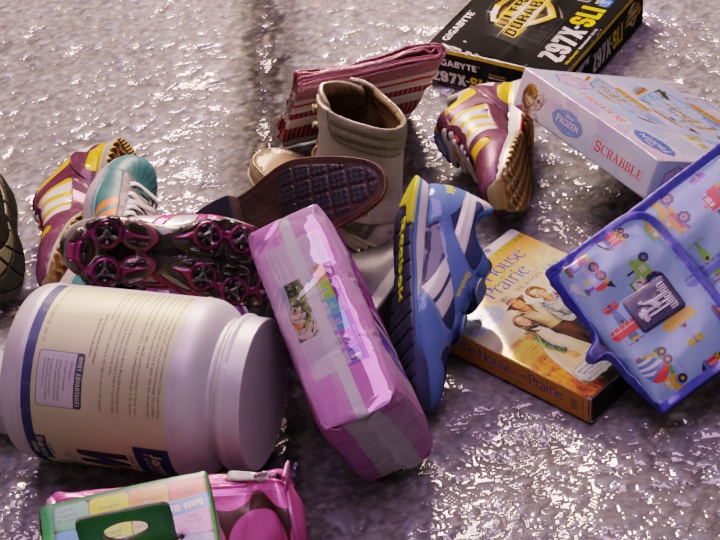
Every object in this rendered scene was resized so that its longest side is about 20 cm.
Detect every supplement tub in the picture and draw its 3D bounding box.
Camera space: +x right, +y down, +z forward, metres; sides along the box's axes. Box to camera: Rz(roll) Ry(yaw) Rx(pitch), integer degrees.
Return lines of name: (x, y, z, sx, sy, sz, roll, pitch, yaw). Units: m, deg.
supplement tub: (-0.171, 0.089, 1.597, 0.199, 0.145, 0.145, 5, 38, 15)

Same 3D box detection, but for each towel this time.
towel: (-0.004, -0.166, 1.898, 0.144, 0.200, 0.023, -13, 80, -10)

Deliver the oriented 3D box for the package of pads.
package of pads: (-0.016, 0.059, 1.587, 0.076, 0.121, 0.200, -25, 58, 2)

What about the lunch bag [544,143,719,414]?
lunch bag: (0.257, 0.018, 1.637, 0.200, 0.094, 0.151, -34, 78, -20)

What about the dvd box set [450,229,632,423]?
dvd box set: (0.162, 0.043, 1.703, 0.200, 0.029, 0.146, 27, 48, 36)

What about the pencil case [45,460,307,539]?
pencil case: (-0.140, 0.196, 1.495, 0.199, 0.094, 0.091, -8, 37, -1)

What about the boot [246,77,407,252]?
boot: (-0.030, -0.110, 1.828, 0.200, 0.155, 0.072, 29, 49, 35)

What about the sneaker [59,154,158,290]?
sneaker: (-0.208, -0.025, 1.777, 0.080, 0.071, 0.200, -17, 46, 37)

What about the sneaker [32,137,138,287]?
sneaker: (-0.269, -0.039, 1.854, 0.090, 0.075, 0.200, -14, 35, 30)

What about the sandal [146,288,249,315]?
sandal: (-0.143, 0.021, 1.761, 0.082, 0.050, 0.203, -23, 38, -24)

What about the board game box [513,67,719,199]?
board game box: (0.276, -0.123, 1.832, 0.199, 0.041, 0.200, 1, 28, -36)

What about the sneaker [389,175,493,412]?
sneaker: (0.070, 0.020, 1.656, 0.082, 0.074, 0.201, 8, 76, -14)

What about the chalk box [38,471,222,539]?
chalk box: (-0.149, 0.226, 1.365, 0.124, 0.200, 0.124, -10, 37, -5)

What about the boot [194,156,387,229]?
boot: (-0.048, -0.049, 1.755, 0.200, 0.097, 0.075, -16, 73, 26)

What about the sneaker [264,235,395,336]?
sneaker: (0.000, 0.000, 1.745, 0.106, 0.075, 0.200, 17, 44, 24)

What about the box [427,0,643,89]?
box: (0.183, -0.248, 2.071, 0.159, 0.049, 0.200, 18, 43, 26)

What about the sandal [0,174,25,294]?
sandal: (-0.355, -0.035, 1.859, 0.057, 0.080, 0.201, -25, 31, 4)

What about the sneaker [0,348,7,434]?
sneaker: (-0.348, 0.064, 1.684, 0.200, 0.100, 0.075, 27, 81, 43)

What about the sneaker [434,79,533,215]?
sneaker: (0.113, -0.111, 1.876, 0.090, 0.075, 0.200, -6, 30, 13)

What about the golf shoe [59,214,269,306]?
golf shoe: (-0.153, -0.016, 1.686, 0.199, 0.073, 0.092, 9, 4, -16)
